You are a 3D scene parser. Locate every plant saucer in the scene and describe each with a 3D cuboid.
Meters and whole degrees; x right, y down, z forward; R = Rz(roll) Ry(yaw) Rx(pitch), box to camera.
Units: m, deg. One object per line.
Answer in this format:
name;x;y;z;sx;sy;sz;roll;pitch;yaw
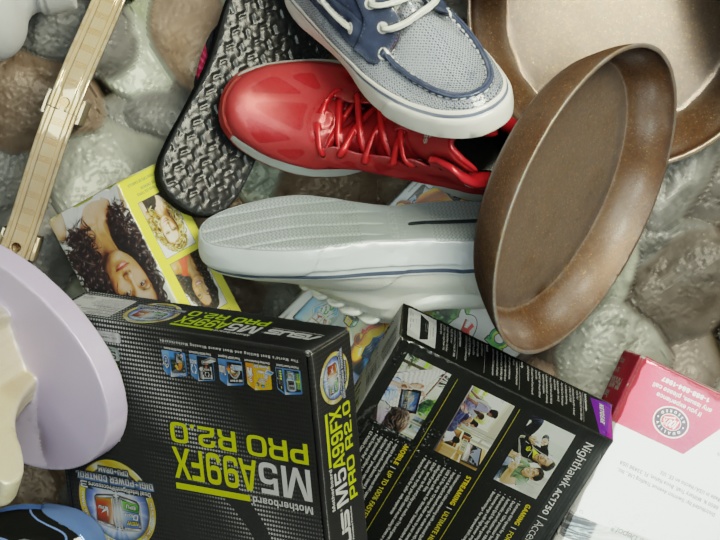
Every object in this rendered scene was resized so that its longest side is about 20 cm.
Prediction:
plant saucer;0.166;-0.163;1.669;0.200;0.037;0.201;0;91;-2
plant saucer;0.124;-0.047;1.580;0.034;0.200;0.201;25;91;27

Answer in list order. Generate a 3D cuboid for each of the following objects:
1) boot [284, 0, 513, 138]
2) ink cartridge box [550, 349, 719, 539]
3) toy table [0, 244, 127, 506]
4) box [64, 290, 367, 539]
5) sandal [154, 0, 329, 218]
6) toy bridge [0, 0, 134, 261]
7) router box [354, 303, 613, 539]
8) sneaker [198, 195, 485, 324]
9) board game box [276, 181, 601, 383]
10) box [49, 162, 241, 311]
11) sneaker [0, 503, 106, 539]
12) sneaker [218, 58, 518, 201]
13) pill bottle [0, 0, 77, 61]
boot;0.014;-0.159;1.552;0.073;0.090;0.200;-33;49;-23
ink cartridge box;0.193;0.171;1.658;0.145;0.084;0.200;25;90;-3
toy table;-0.252;0.064;1.588;0.200;0.117;0.184;22;119;25
box;-0.093;0.104;1.596;0.200;0.044;0.161;8;112;32
sandal;-0.072;-0.124;1.652;0.075;0.045;0.200;33;78;-15
toy bridge;-0.183;-0.102;1.644;0.027;0.067;0.200;21;92;-2
router box;0.044;0.139;1.628;0.149;0.051;0.200;27;114;-9
sneaker;0.000;0.000;1.615;0.199;0.073;0.071;2;121;1
board game box;0.039;0.025;1.672;0.126;0.035;0.200;44;90;-3
box;-0.114;0.038;1.645;0.075;0.050;0.200;-26;94;42
sneaker;-0.259;0.191;1.629;0.199;0.078;0.070;-10;99;12
sneaker;0.018;-0.091;1.587;0.199;0.116;0.079;7;86;-9
pill bottle;-0.279;-0.171;1.616;0.199;0.111;0.111;-14;93;-1
